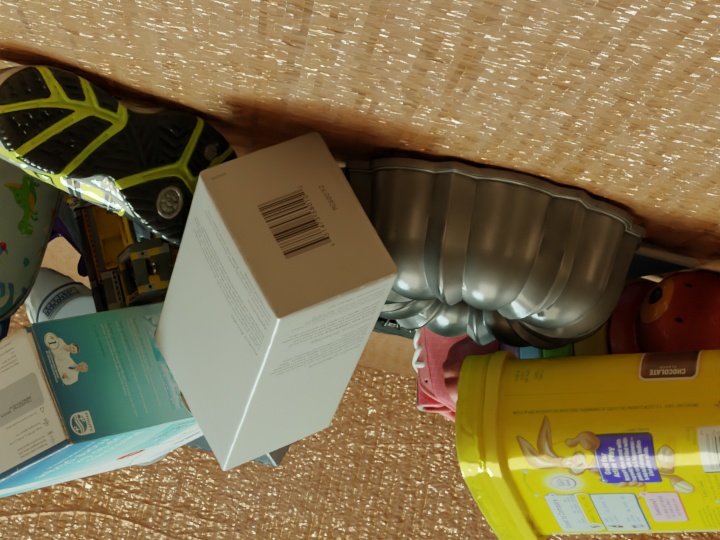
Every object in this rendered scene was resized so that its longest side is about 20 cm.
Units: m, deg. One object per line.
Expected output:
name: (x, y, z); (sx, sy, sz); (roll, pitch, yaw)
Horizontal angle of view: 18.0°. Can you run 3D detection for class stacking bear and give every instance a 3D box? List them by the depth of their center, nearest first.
stacking bear: (0.171, 0.049, 1.490); (0.199, 0.122, 0.114); (-13, 131, 48)

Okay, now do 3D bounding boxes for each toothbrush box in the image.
toothbrush box: (-0.178, 0.085, 1.521); (0.146, 0.086, 0.199); (-27, 170, 38)

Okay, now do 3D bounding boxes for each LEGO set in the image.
LEGO set: (-0.121, -0.043, 1.521); (0.152, 0.117, 0.200); (-13, 177, -8)

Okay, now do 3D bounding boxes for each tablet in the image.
tablet: (0.109, -0.025, 1.487); (0.198, 0.014, 0.130); (13, 174, -12)

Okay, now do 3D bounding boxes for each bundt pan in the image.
bundt pan: (0.070, -0.003, 1.385); (0.200, 0.076, 0.202); (10, 169, 2)

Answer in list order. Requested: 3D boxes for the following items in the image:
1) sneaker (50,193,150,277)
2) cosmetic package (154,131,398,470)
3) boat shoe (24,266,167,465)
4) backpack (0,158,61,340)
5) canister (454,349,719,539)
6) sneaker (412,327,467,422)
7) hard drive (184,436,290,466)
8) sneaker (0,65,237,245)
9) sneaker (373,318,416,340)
sneaker: (-0.160, -0.031, 1.660); (0.198, 0.088, 0.074); (11, 174, 16)
cosmetic package: (-0.056, 0.022, 1.359); (0.084, 0.108, 0.200); (-21, 159, -23)
boat shoe: (-0.197, 0.071, 1.717); (0.066, 0.072, 0.200); (42, 171, 42)
backpack: (-0.306, -0.018, 1.541); (0.182, 0.202, 0.147); (17, 173, -33)
canister: (0.173, 0.107, 1.404); (0.198, 0.087, 0.149); (-3, 148, 18)
sneaker: (0.064, 0.056, 1.637); (0.201, 0.087, 0.074); (55, -179, 24)
hard drive: (-0.087, 0.051, 1.820); (0.134, 0.201, 0.042); (11, 151, 23)
sneaker: (-0.149, -0.074, 1.352); (0.199, 0.076, 0.076); (31, 172, -41)
sneaker: (0.056, 0.033, 1.859); (0.198, 0.077, 0.091); (9, 177, 27)
